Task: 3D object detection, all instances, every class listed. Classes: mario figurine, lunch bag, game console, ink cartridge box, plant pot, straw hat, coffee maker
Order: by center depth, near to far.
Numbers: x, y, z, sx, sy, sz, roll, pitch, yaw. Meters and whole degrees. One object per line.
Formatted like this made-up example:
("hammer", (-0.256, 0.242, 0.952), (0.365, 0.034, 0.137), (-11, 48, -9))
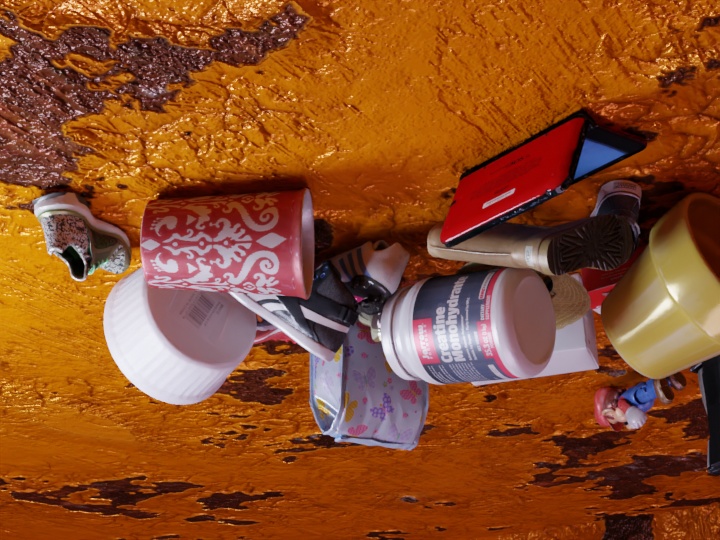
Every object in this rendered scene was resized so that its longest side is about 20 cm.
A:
("game console", (0.212, -0.090, 1.423), (0.118, 0.174, 0.199), (40, 139, -22))
("plant pot", (0.415, 0.035, 1.568), (0.199, 0.203, 0.189), (16, 136, -37))
("straw hat", (0.220, -0.001, 1.655), (0.198, 0.086, 0.202), (12, 151, 7))
("ink cartridge box", (0.395, 0.023, 1.762), (0.115, 0.068, 0.199), (-18, 153, 31))
("lunch bag", (0.010, 0.173, 1.908), (0.167, 0.203, 0.127), (10, 154, -29))
("coffee maker", (0.659, 0.242, 2.137), (0.132, 0.203, 0.192), (-6, 157, 7))
("mario figurine", (0.519, 0.253, 2.274), (0.122, 0.108, 0.200), (9, 153, -30))

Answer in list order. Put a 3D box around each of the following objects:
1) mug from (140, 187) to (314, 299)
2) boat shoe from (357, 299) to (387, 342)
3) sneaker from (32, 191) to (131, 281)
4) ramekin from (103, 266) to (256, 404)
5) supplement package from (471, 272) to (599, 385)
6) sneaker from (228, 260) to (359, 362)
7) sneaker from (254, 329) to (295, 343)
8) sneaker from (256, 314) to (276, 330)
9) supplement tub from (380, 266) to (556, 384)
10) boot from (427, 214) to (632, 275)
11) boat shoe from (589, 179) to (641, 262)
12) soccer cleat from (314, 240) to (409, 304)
("mug", (-0.159, -0.023, 1.523), (0.197, 0.135, 0.178), (0, 156, 4))
("boat shoe", (0.032, 0.047, 1.733), (0.071, 0.067, 0.201), (-11, -168, -3))
("sneaker", (-0.353, -0.022, 1.552), (0.076, 0.090, 0.200), (-9, 157, 15))
("ramekin", (-0.235, 0.068, 1.649), (0.198, 0.203, 0.097), (15, 144, -35))
("supplement package", (0.249, 0.092, 1.848), (0.197, 0.119, 0.117), (-9, 156, 17))
("sneaker", (-0.090, 0.020, 1.609), (0.199, 0.113, 0.073), (35, 178, 7))
("sneaker", (-0.118, 0.095, 1.840), (0.197, 0.079, 0.116), (-11, 143, 16))
("sneaker", (-0.127, 0.024, 1.723), (0.198, 0.078, 0.112), (-1, 138, 44))
("supplement tub", (0.139, 0.073, 1.586), (0.198, 0.143, 0.140), (-9, 158, 36))
("boot", (0.209, -0.040, 1.514), (0.173, 0.067, 0.199), (-6, -170, -38))
("boat shoe", (0.331, -0.041, 1.592), (0.071, 0.069, 0.201), (5, 156, 4))
("soccer cleat", (0.000, 0.000, 1.674), (0.070, 0.087, 0.199), (42, 160, -25))
